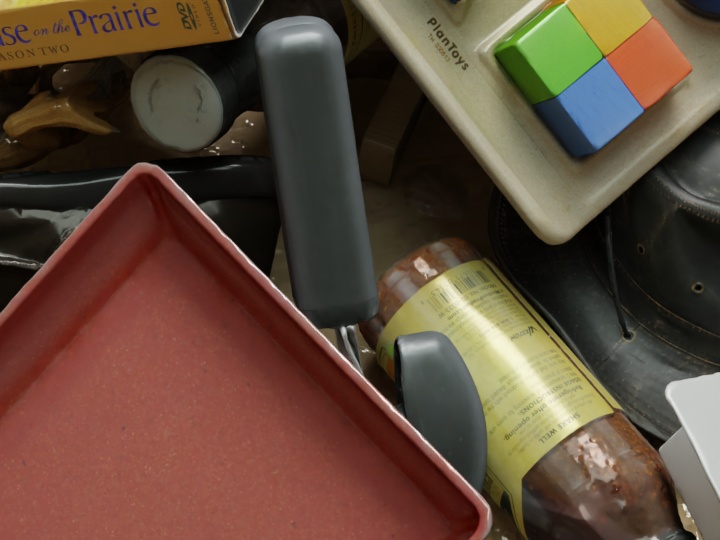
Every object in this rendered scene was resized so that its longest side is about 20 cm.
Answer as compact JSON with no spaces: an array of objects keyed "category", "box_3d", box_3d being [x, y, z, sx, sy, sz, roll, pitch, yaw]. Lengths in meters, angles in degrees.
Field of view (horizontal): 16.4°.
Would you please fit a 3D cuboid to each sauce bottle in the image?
[{"category":"sauce bottle","box_3d":[0.078,0.074,0.991,0.066,0.066,0.200,-26,60,-24]},{"category":"sauce bottle","box_3d":[-0.031,-0.107,1.043,0.065,0.065,0.200,28,34,13]}]

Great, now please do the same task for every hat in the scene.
[{"category":"hat","box_3d":[0.158,-0.022,1.041,0.201,0.081,0.201,11,53,-15]}]

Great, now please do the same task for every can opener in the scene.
[{"category":"can opener","box_3d":[0.000,0.000,0.963,0.066,0.200,0.053,-14,13,-4]}]

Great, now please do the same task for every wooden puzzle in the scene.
[{"category":"wooden puzzle","box_3d":[0.092,-0.139,0.988,0.200,0.046,0.185,-41,97,-18]}]

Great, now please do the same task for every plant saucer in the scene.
[{"category":"plant saucer","box_3d":[-0.077,0.097,0.921,0.200,0.037,0.200,-48,68,6]}]

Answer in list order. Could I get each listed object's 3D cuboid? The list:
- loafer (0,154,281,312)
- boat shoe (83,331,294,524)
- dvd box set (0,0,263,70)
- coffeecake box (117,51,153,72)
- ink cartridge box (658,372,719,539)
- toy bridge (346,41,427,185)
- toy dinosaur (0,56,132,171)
[{"category":"loafer","box_3d":[-0.127,-0.005,1.016,0.200,0.073,0.071,-5,92,4]},{"category":"boat shoe","box_3d":[-0.036,0.091,0.961,0.072,0.069,0.200,-32,63,-27]},{"category":"dvd box set","box_3d":[-0.121,-0.128,1.012,0.200,0.029,0.146,-5,32,23]},{"category":"coffeecake box","box_3d":[-0.110,-0.207,1.168,0.153,0.073,0.200,-36,65,-28]},{"category":"ink cartridge box","box_3d":[0.195,0.092,0.949,0.200,0.068,0.116,-7,60,-35]},{"category":"toy bridge","box_3d":[0.016,-0.069,1.112,0.200,0.027,0.067,19,51,7]},{"category":"toy dinosaur","box_3d":[-0.151,-0.058,1.020,0.200,0.106,0.060,-15,77,-51]}]
